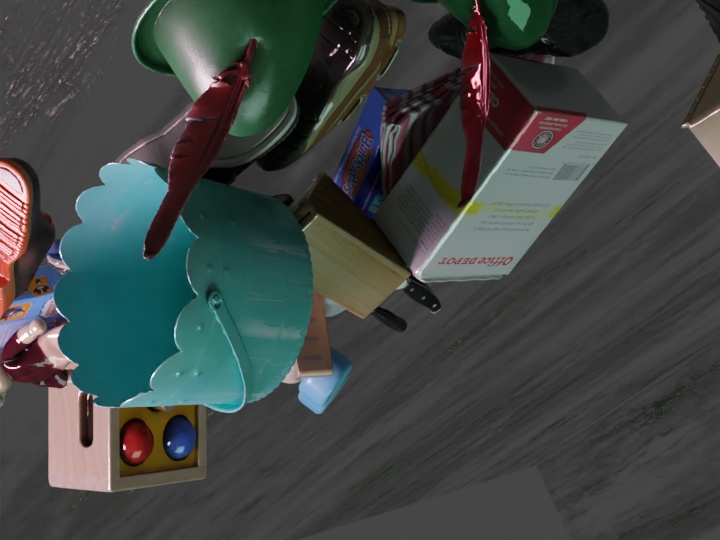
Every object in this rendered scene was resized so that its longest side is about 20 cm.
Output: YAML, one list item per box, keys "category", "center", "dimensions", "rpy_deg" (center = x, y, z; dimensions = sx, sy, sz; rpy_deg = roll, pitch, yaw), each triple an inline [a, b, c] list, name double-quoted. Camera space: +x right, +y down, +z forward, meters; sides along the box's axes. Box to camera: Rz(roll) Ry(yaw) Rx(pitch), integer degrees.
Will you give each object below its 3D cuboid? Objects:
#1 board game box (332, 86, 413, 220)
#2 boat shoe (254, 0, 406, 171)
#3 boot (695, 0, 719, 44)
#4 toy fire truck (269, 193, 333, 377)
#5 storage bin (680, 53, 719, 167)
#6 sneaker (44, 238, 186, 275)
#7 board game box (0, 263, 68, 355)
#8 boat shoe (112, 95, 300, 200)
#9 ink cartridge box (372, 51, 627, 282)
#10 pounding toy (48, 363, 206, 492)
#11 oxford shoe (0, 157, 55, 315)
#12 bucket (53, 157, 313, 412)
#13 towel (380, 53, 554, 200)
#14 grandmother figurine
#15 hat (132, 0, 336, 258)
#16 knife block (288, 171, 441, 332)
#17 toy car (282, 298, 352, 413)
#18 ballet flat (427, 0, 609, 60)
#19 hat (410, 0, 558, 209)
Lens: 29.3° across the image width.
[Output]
- category: "board game box"
  center: [0.069, -0.103, 1.364]
  dimensions: [0.199, 0.045, 0.153]
  rpy_deg: [-4, 131, -40]
- category: "boat shoe"
  center: [-0.027, -0.153, 1.160]
  dimensions: [0.073, 0.076, 0.200]
  rpy_deg: [-14, 160, -42]
- category: "boot"
  center: [0.390, -0.294, 1.284]
  dimensions: [0.162, 0.073, 0.198]
  rpy_deg: [-42, 134, 3]
- category: "toy fire truck"
  center: [-0.105, 0.029, 1.327]
  dimensions: [0.175, 0.130, 0.200]
  rpy_deg: [-21, -161, -8]
- category: "storage bin"
  center: [0.461, -0.209, 1.441]
  dimensions: [0.200, 0.094, 0.199]
  rpy_deg: [-34, -167, 43]
- category: "sneaker"
  center: [-0.198, -0.032, 1.278]
  dimensions: [0.198, 0.090, 0.079]
  rpy_deg: [-7, 162, 12]
- category: "board game box"
  center: [-0.377, 0.054, 1.351]
  dimensions: [0.199, 0.037, 0.151]
  rpy_deg: [-13, 159, -31]
- category: "boat shoe"
  center: [-0.126, -0.103, 1.174]
  dimensions: [0.199, 0.074, 0.060]
  rpy_deg: [-30, 161, 25]
- category: "ink cartridge box"
  center: [0.125, -0.090, 1.260]
  dimensions: [0.144, 0.084, 0.201]
  rpy_deg: [-1, 135, -47]
- category: "pounding toy"
  center: [-0.255, 0.140, 1.540]
  dimensions: [0.141, 0.202, 0.183]
  rpy_deg: [-2, 178, 36]
- category: "oxford shoe"
  center: [-0.297, -0.041, 1.172]
  dimensions: [0.073, 0.071, 0.200]
  rpy_deg: [-47, 175, -37]
- category: "bucket"
  center: [-0.143, 0.017, 1.112]
  dimensions: [0.134, 0.209, 0.207]
  rpy_deg: [9, 145, -39]
- category: "towel"
  center: [0.106, -0.132, 1.305]
  dimensions: [0.199, 0.030, 0.147]
  rpy_deg: [-27, 142, -19]
- category: "grandmother figurine"
  center: [-0.309, 0.081, 1.374]
  dimensions: [0.198, 0.061, 0.122]
  rpy_deg: [-23, 135, 3]
- category: "hat"
  center: [-0.068, -0.118, 1.007]
  dimensions: [0.199, 0.177, 0.165]
  rpy_deg: [-29, 162, 14]
- category: "knife block"
  center: [0.000, 0.000, 1.245]
  dimensions: [0.064, 0.176, 0.200]
  rpy_deg: [-44, -173, 12]
- category: "toy car"
  center: [-0.058, 0.021, 1.519]
  dimensions: [0.201, 0.184, 0.177]
  rpy_deg: [-53, 176, -10]
- category: "ballet flat"
  center: [0.148, -0.225, 1.238]
  dimensions: [0.199, 0.067, 0.057]
  rpy_deg: [-9, -163, -35]
- category: "hat"
  center: [0.131, -0.192, 1.075]
  dimensions: [0.164, 0.177, 0.200]
  rpy_deg: [-20, 161, -16]
